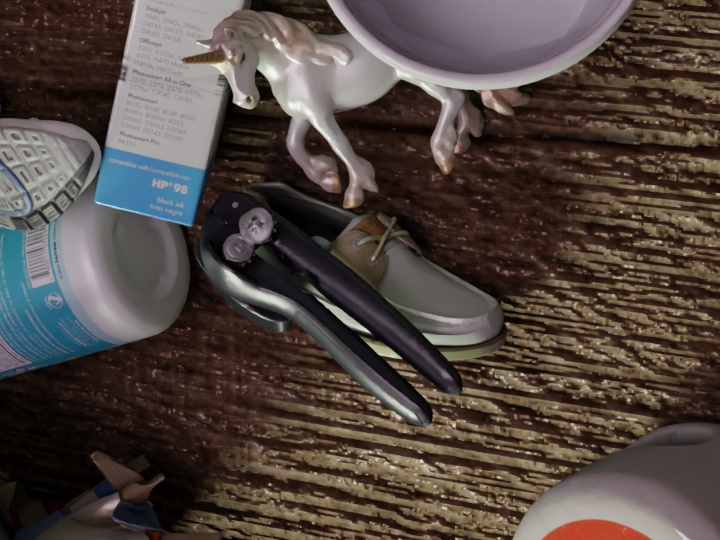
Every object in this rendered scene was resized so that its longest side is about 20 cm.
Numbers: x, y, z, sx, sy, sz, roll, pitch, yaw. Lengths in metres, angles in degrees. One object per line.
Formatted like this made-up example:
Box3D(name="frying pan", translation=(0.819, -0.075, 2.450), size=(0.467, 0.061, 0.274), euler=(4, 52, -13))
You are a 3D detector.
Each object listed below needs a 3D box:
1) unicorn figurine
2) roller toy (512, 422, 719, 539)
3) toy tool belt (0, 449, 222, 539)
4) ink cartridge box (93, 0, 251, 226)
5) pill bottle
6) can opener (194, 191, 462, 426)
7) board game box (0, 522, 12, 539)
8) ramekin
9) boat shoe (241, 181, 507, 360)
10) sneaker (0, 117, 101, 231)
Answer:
Box3D(name="unicorn figurine", translation=(-0.009, -0.109, 1.550), size=(0.074, 0.199, 0.138), euler=(29, 143, 63))
Box3D(name="roller toy", translation=(0.192, 0.189, 1.524), size=(0.200, 0.139, 0.183), euler=(33, 124, 27))
Box3D(name="toy tool belt", translation=(-0.162, 0.182, 1.732), size=(0.122, 0.200, 0.125), euler=(-29, 111, -8))
Box3D(name="ink cartridge box", translation=(-0.107, -0.144, 1.600), size=(0.066, 0.116, 0.201), euler=(14, 113, -2))
Box3D(name="pill bottle", translation=(-0.219, 0.009, 1.716), size=(0.199, 0.111, 0.111), euler=(-15, 96, 32))
Box3D(name="can opener", translation=(-0.019, 0.020, 1.566), size=(0.199, 0.079, 0.064), euler=(33, 80, 22))
Box3D(name="board game box", translation=(-0.258, 0.189, 1.709), size=(0.200, 0.056, 0.197), euler=(51, 166, 54))
Box3D(name="ramekin", translation=(0.069, -0.196, 1.465), size=(0.199, 0.105, 0.202), euler=(0, 85, 3))
Box3D(name="boat shoe", translation=(0.000, 0.000, 1.614), size=(0.199, 0.075, 0.069), euler=(17, 117, 25))
Box3D(name="sneaker", translation=(-0.221, -0.069, 1.637), size=(0.199, 0.087, 0.075), euler=(-8, 115, 51))
